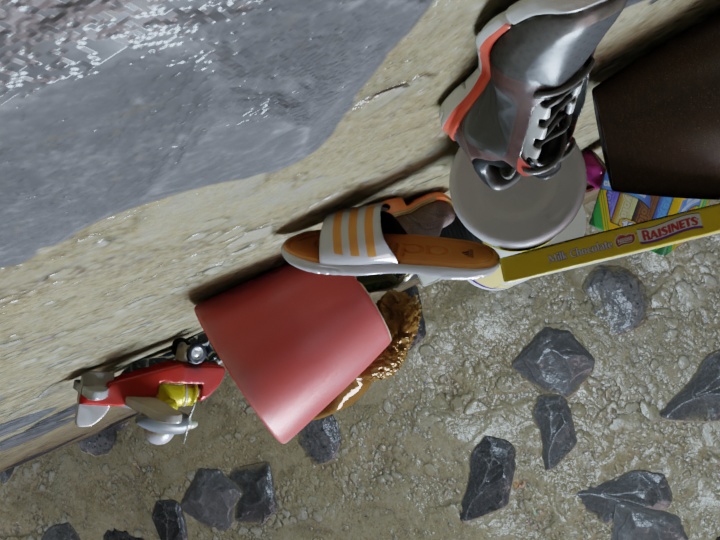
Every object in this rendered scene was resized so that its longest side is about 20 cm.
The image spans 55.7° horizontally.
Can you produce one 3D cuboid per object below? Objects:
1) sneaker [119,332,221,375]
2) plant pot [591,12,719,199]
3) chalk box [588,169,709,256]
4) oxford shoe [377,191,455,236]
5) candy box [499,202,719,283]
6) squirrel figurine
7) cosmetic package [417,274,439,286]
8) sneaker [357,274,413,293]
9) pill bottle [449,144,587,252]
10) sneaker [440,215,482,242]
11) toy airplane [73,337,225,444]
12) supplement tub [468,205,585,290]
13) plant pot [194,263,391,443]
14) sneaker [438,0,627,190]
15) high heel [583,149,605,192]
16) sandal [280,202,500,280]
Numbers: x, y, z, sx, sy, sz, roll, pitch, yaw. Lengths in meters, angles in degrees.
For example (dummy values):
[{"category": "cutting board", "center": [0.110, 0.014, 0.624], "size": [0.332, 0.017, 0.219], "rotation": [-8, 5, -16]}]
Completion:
[{"category": "sneaker", "center": [-0.313, 0.171, 1.148], "size": [0.200, 0.079, 0.089], "rotation": [-24, 172, -10]}, {"category": "plant pot", "center": [0.306, -0.133, 0.571], "size": [0.200, 0.187, 0.187], "rotation": [-12, 179, 19]}, {"category": "chalk box", "center": [0.438, -0.145, 0.982], "size": [0.125, 0.124, 0.200], "rotation": [-21, 131, -40]}, {"category": "oxford shoe", "center": [0.059, -0.041, 0.776], "size": [0.071, 0.073, 0.200], "rotation": [-29, 173, 35]}, {"category": "candy box", "center": [0.223, -0.024, 0.596], "size": [0.200, 0.026, 0.102], "rotation": [-14, 175, 12]}, {"category": "squirrel figurine", "center": [0.012, 0.109, 0.991], "size": [0.200, 0.142, 0.187], "rotation": [-21, 177, 36]}, {"category": "cosmetic package", "center": [0.200, -0.036, 1.380], "size": [0.105, 0.071, 0.200], "rotation": [-29, 173, 38]}, {"category": "sneaker", "center": [0.000, 0.000, 0.961], "size": [0.200, 0.077, 0.089], "rotation": [-28, 166, 9]}, {"category": "pill bottle", "center": [0.151, -0.075, 0.655], "size": [0.114, 0.114, 0.200], "rotation": [-26, 174, 12]}, {"category": "sneaker", "center": [0.094, -0.034, 1.041], "size": [0.200, 0.074, 0.088], "rotation": [-16, 178, 20]}, {"category": "toy airplane", "center": [-0.314, 0.192, 0.994], "size": [0.199, 0.141, 0.200], "rotation": [-7, -169, 9]}, {"category": "supplement tub", "center": [0.239, -0.056, 1.053], "size": [0.145, 0.146, 0.200], "rotation": [-23, 174, -19]}, {"category": "plant pot", "center": [-0.073, 0.077, 0.824], "size": [0.177, 0.201, 0.200], "rotation": [-34, 176, -9]}, {"category": "sneaker", "center": [0.107, -0.099, 0.394], "size": [0.077, 0.082, 0.200], "rotation": [-24, 175, -7]}, {"category": "high heel", "center": [0.346, -0.140, 1.105], "size": [0.096, 0.067, 0.200], "rotation": [-36, 176, 10]}, {"category": "sandal", "center": [0.029, -0.035, 0.641], "size": [0.206, 0.059, 0.079], "rotation": [3, -152, 3]}]
